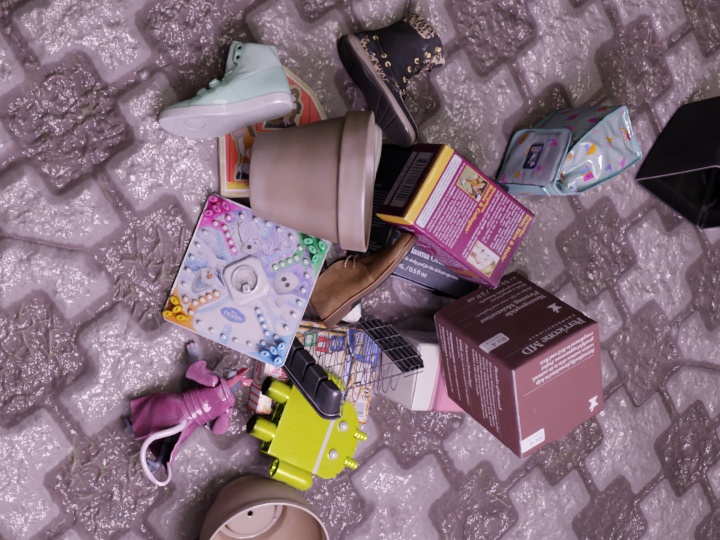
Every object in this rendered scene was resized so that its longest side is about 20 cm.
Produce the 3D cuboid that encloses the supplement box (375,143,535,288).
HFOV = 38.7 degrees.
[{"bbox_3d":[0.144,-0.084,1.551,0.199,0.103,0.132,36,81,-25],"label":"supplement box"}]

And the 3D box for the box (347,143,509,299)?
[{"bbox_3d":[0.110,-0.076,1.658,0.194,0.117,0.204,19,87,-27],"label":"box"}]

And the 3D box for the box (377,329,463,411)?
[{"bbox_3d":[0.145,0.167,1.700,0.196,0.127,0.111,5,96,-27],"label":"box"}]

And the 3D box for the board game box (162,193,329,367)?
[{"bbox_3d":[-0.171,0.014,1.524,0.197,0.026,0.203,22,87,2],"label":"board game box"}]

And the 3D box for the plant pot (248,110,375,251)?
[{"bbox_3d":[-0.068,-0.133,1.491,0.170,0.200,0.205,3,96,5],"label":"plant pot"}]

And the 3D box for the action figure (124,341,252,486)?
[{"bbox_3d":[-0.247,0.197,1.501,0.198,0.149,0.136,-31,104,-5],"label":"action figure"}]

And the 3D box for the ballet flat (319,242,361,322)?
[{"bbox_3d":[-0.063,-0.004,1.603,0.071,0.071,0.203,-25,99,-22],"label":"ballet flat"}]

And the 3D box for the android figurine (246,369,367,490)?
[{"bbox_3d":[-0.077,0.245,1.583,0.198,0.041,0.185,30,73,-25],"label":"android figurine"}]

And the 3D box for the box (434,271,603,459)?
[{"bbox_3d":[0.237,0.137,1.542,0.164,0.199,0.167,-25,123,-22],"label":"box"}]

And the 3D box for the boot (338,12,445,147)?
[{"bbox_3d":[0.071,-0.305,1.607,0.149,0.073,0.202,-28,77,-25],"label":"boot"}]

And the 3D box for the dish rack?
[{"bbox_3d":[-0.008,0.139,1.559,0.197,0.153,0.055,-12,131,-33],"label":"dish rack"}]

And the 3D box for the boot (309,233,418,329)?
[{"bbox_3d":[0.000,0.000,1.530,0.199,0.074,0.076,-40,87,19],"label":"boot"}]

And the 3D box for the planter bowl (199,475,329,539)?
[{"bbox_3d":[-0.158,0.397,1.557,0.196,0.135,0.204,-8,117,-16],"label":"planter bowl"}]

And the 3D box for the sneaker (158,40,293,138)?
[{"bbox_3d":[-0.203,-0.268,1.502,0.196,0.074,0.120,-12,70,0],"label":"sneaker"}]

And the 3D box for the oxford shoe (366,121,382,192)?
[{"bbox_3d":[-0.008,-0.140,1.618,0.057,0.075,0.204,16,89,-6],"label":"oxford shoe"}]

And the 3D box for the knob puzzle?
[{"bbox_3d":[-0.129,-0.215,1.565,0.216,0.030,0.225,-4,98,-26],"label":"knob puzzle"}]

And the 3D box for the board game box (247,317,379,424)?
[{"bbox_3d":[-0.070,0.157,1.634,0.197,0.046,0.155,11,92,-28],"label":"board game box"}]

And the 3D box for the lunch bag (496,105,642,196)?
[{"bbox_3d":[0.342,-0.191,1.730,0.198,0.169,0.124,-34,111,-22],"label":"lunch bag"}]

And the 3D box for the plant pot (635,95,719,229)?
[{"bbox_3d":[0.664,-0.208,1.891,0.198,0.198,0.180,30,72,-26],"label":"plant pot"}]
